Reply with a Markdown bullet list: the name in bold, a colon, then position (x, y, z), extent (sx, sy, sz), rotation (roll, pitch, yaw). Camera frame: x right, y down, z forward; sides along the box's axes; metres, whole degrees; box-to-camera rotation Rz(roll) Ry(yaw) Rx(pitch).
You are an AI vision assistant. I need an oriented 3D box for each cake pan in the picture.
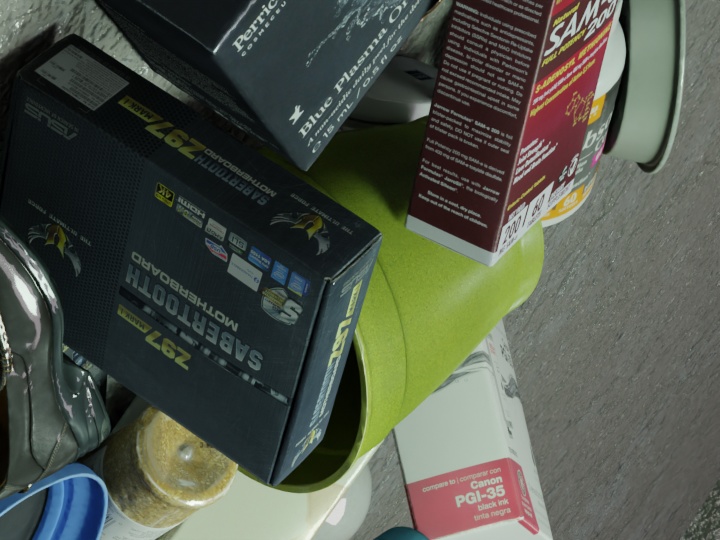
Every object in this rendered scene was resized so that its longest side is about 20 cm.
- **cake pan**: position (0.186, -0.167, 1.940), extent (0.200, 0.037, 0.201), rotation (179, -90, -83)

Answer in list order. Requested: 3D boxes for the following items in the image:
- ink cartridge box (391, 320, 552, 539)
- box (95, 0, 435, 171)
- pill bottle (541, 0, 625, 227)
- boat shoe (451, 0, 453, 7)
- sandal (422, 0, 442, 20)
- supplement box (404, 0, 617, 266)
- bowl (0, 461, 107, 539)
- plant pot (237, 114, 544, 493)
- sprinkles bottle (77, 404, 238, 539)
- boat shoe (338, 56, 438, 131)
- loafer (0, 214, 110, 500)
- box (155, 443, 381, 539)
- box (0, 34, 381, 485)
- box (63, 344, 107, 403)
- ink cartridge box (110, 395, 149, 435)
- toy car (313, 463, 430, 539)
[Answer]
- **ink cartridge box**: position (0.071, 0.104, 2.034), extent (0.082, 0.201, 0.147), rotation (-15, 165, 10)
- **box**: position (-0.034, -0.182, 1.414), extent (0.197, 0.117, 0.200), rotation (-53, 161, -5)
- **pill bottle**: position (0.116, -0.128, 1.884), extent (0.116, 0.116, 0.200), rotation (-44, 159, -30)
- **boat shoe**: position (0.092, -0.154, 1.708), extent (0.070, 0.071, 0.202), rotation (-73, 168, -67)
- **sandal**: position (0.025, -0.179, 1.656), extent (0.082, 0.054, 0.200), rotation (-57, 167, 7)
- **supplement box**: position (0.089, -0.115, 1.522), extent (0.109, 0.061, 0.201), rotation (-42, 150, -50)
- **bowl**: position (-0.222, 0.181, 1.543), extent (0.201, 0.039, 0.201), rotation (-46, 162, -20)
- **plant pot**: position (0.000, 0.000, 1.636), extent (0.193, 0.200, 0.201), rotation (-27, 149, -38)
- **sprinkles bottle**: position (-0.144, 0.136, 1.648), extent (0.068, 0.068, 0.200), rotation (-40, -177, -37)
- **boat shoe**: position (0.011, -0.097, 1.759), extent (0.066, 0.072, 0.200), rotation (-64, 169, 13)
- **loafer**: position (-0.190, 0.037, 1.406), extent (0.072, 0.073, 0.201), rotation (-44, 132, -26)
- **box**: position (-0.083, 0.156, 1.726), extent (0.200, 0.078, 0.095), rotation (-53, -163, -8)
- **box**: position (-0.095, -0.004, 1.414), extent (0.051, 0.200, 0.158), rotation (-42, 159, -40)
- **box**: position (-0.220, 0.093, 1.532), extent (0.200, 0.051, 0.158), rotation (-43, 160, -31)
- **ink cartridge box**: position (-0.151, 0.154, 1.844), extent (0.163, 0.057, 0.200), rotation (-56, 176, 2)
- **toy car**: position (-0.054, 0.163, 1.888), extent (0.184, 0.176, 0.201), rotation (-28, 126, -44)
